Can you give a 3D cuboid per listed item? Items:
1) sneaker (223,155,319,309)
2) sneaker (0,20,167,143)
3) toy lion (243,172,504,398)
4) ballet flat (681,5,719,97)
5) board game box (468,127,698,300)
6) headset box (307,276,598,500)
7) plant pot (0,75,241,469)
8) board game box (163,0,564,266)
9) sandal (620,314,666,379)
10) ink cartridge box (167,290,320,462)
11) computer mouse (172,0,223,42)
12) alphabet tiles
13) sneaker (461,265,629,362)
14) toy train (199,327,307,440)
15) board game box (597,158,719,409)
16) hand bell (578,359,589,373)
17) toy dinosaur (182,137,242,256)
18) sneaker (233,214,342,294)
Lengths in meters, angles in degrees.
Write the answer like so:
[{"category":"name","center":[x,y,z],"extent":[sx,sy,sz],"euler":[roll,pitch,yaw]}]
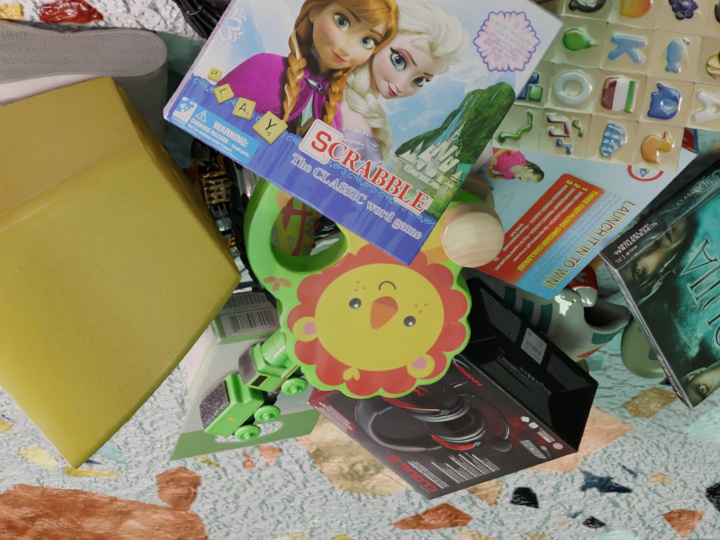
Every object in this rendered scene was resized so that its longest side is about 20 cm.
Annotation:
[{"category":"sneaker","center":[-0.050,-0.060,1.693],"extent":[0.090,0.078,0.201],"euler":[-15,112,-18]},{"category":"sneaker","center":[-0.242,-0.124,1.696],"extent":[0.199,0.074,0.116],"euler":[4,141,2]},{"category":"toy lion","center":[0.000,0.000,1.653],"extent":[0.200,0.069,0.192],"euler":[25,114,-21]},{"category":"ballet flat","center":[0.286,-0.126,1.610],"extent":[0.072,0.072,0.200],"euler":[-26,132,37]},{"category":"board game box","center":[0.115,-0.085,1.686],"extent":[0.195,0.056,0.200],"euler":[23,135,-21]},{"category":"headset box","center":[0.067,0.102,1.827],"extent":[0.149,0.075,0.200],"euler":[41,141,-24]},{"category":"plant pot","center":[-0.202,-0.019,1.613],"extent":[0.176,0.200,0.200],"euler":[-34,122,3]},{"category":"board game box","center":[0.002,-0.138,1.531],"extent":[0.200,0.041,0.200],"euler":[30,99,-11]},{"category":"sandal","center":[0.258,0.038,1.844],"extent":[0.079,0.057,0.201],"euler":[5,143,2]},{"category":"ink cartridge box","center":[-0.085,0.084,1.928],"extent":[0.145,0.048,0.200],"euler":[-9,151,-25]},{"category":"computer mouse","center":[-0.042,-0.196,1.589],"extent":[0.199,0.044,0.110],"euler":[-10,140,23]},{"category":"alphabet tiles","center":[0.168,-0.156,1.563],"extent":[0.199,0.006,0.167],"euler":[8,110,-1]},{"category":"sneaker","center":[0.137,0.009,1.824],"extent":[0.093,0.070,0.200],"euler":[-30,131,30]},{"category":"toy train","center":[-0.064,0.074,1.839],"extent":[0.056,0.042,0.200],"euler":[15,135,-34]},{"category":"board game box","center":[0.275,0.010,1.768],"extent":[0.135,0.028,0.200],"euler":[-38,136,-2]},{"category":"hand bell","center":[0.086,0.055,1.899],"extent":[0.200,0.104,0.104],"euler":[40,134,-19]},{"category":"toy dinosaur","center":[-0.146,-0.022,1.755],"extent":[0.135,0.201,0.102],"euler":[15,174,13]},{"category":"sneaker","center":[-0.061,-0.019,1.805],"extent":[0.200,0.079,0.079],"euler":[-28,126,37]}]
